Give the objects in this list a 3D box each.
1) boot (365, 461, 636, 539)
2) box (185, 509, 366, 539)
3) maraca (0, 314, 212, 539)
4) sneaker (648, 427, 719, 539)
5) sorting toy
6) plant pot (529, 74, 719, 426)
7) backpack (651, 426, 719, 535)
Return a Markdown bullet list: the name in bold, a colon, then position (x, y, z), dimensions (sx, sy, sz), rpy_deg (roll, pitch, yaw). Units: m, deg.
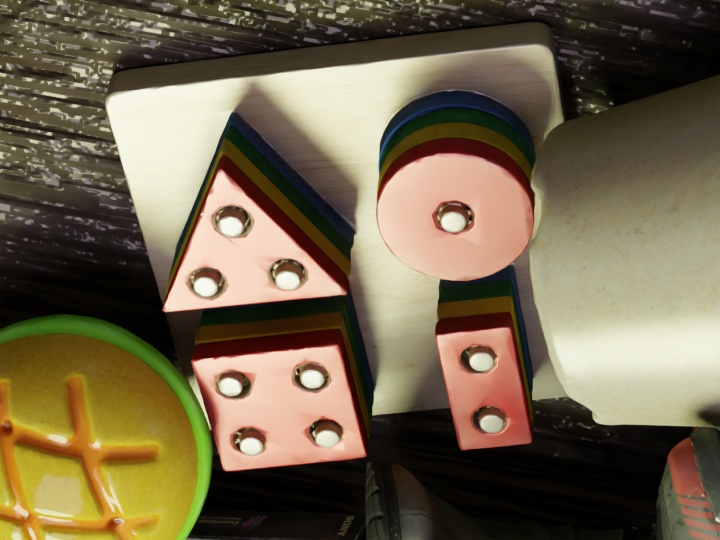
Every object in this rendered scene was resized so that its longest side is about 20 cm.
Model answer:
- **boot**: position (0.072, 0.134, 1.135), dimensions (0.130, 0.068, 0.200), rpy_deg (-4, 160, 6)
- **box**: position (-0.056, 0.212, 1.177), dimensions (0.143, 0.036, 0.200), rpy_deg (1, 115, 15)
- **maraca**: position (-0.155, 0.105, 1.101), dimensions (0.137, 0.107, 0.200), rpy_deg (43, 111, -5)
- **sneaker**: position (0.133, 0.158, 0.991), dimensions (0.098, 0.071, 0.201), rpy_deg (-4, 117, 6)
- **sorting toy**: position (0.000, 0.000, 1.067), dimensions (0.200, 0.070, 0.199), rpy_deg (-6, 126, 9)
- **plant pot**: position (0.176, -0.009, 0.985), dimensions (0.183, 0.201, 0.201), rpy_deg (-9, 127, 24)
- **backpack**: position (0.221, 0.134, 1.084), dimensions (0.177, 0.151, 0.200), rpy_deg (15, 130, 25)
